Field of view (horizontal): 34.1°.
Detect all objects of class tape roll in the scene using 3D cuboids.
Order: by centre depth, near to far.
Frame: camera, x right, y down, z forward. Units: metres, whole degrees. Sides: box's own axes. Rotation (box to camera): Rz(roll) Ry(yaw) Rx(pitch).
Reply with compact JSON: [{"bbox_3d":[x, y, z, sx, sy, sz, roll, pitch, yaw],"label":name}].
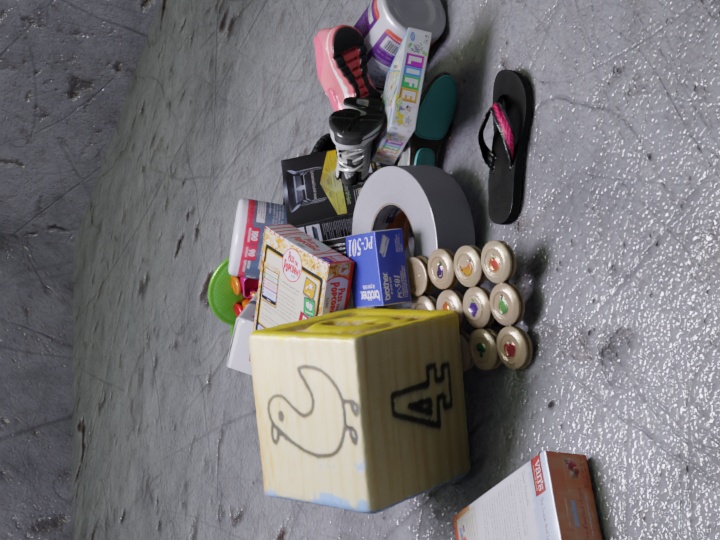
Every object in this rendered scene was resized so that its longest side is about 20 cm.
[{"bbox_3d":[0.067,-0.038,1.557,0.199,0.065,0.204,11,103,57],"label":"tape roll"}]

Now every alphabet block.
[{"bbox_3d":[0.001,0.160,1.414,0.193,0.195,0.204,-2,97,41],"label":"alphabet block"}]

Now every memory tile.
[{"bbox_3d":[0.125,0.047,1.418,0.199,0.017,0.156,-11,89,54],"label":"memory tile"}]

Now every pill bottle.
[{"bbox_3d":[0.036,-0.337,1.764,0.200,0.110,0.113,-44,41,52],"label":"pill bottle"},{"bbox_3d":[-0.100,-0.037,1.814,0.120,0.197,0.122,-172,90,-82],"label":"pill bottle"}]

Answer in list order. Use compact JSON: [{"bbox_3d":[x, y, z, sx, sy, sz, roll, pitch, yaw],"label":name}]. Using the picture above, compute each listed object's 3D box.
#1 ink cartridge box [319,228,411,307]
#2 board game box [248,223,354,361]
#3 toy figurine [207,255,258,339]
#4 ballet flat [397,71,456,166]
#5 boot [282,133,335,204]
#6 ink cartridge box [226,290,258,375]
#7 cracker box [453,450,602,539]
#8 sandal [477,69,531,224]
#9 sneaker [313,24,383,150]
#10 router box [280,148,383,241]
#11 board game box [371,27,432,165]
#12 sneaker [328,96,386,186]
[{"bbox_3d":[0.000,0.000,1.552,0.199,0.044,0.096,172,91,-65],"label":"ink cartridge box"},{"bbox_3d":[-0.083,0.058,1.581,0.151,0.046,0.203,31,119,45],"label":"board game box"},{"bbox_3d":[-0.165,0.091,2.051,0.184,0.148,0.203,43,142,52],"label":"toy figurine"},{"bbox_3d":[0.082,-0.181,1.642,0.063,0.067,0.203,23,102,57],"label":"ballet flat"},{"bbox_3d":[-0.079,-0.112,1.970,0.158,0.078,0.214,146,131,-58],"label":"boot"},{"bbox_3d":[-0.109,0.101,1.775,0.200,0.143,0.085,-64,-8,-74],"label":"ink cartridge box"},{"bbox_3d":[0.176,0.293,1.245,0.200,0.057,0.136,130,143,-50],"label":"cracker box"},{"bbox_3d":[0.174,-0.159,1.457,0.075,0.044,0.203,157,120,-63],"label":"sandal"},{"bbox_3d":[-0.019,-0.269,1.743,0.086,0.073,0.203,21,131,53],"label":"sneaker"},{"bbox_3d":[-0.035,-0.111,1.740,0.201,0.155,0.053,-100,-2,-55],"label":"router box"},{"bbox_3d":[0.055,-0.235,1.619,0.200,0.034,0.137,132,149,-80],"label":"board game box"},{"bbox_3d":[-0.004,-0.166,1.625,0.201,0.074,0.117,-70,-15,-70],"label":"sneaker"}]
